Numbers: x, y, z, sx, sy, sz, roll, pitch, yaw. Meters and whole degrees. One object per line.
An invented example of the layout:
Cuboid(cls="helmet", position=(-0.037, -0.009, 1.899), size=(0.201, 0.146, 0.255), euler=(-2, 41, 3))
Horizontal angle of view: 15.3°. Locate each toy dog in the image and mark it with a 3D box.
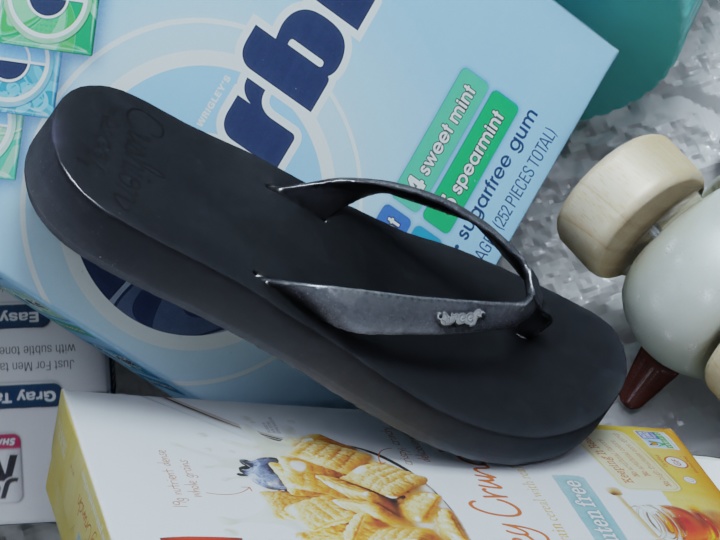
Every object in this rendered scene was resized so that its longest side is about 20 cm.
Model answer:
Cuboid(cls="toy dog", position=(0.154, -0.005, 0.914), size=(0.200, 0.096, 0.132), euler=(-7, 58, -23))

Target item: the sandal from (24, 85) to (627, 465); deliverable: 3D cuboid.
Cuboid(cls="sandal", position=(0.000, 0.000, 0.775), size=(0.200, 0.043, 0.076), euler=(23, 38, -26))

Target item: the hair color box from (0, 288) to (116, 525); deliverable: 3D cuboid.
Cuboid(cls="hair color box", position=(-0.130, -0.020, 0.853), size=(0.100, 0.061, 0.200), euler=(-2, 95, -4))

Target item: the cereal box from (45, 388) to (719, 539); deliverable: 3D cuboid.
Cuboid(cls="cereal box", position=(0.019, 0.085, 0.761), size=(0.200, 0.040, 0.144), euler=(5, 23, -19))

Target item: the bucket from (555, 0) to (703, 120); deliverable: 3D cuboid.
Cuboid(cls="bucket", position=(0.042, -0.153, 0.915), size=(0.207, 0.207, 0.135), euler=(18, 62, 6))

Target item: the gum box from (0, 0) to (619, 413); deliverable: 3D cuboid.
Cuboid(cls="gum box", position=(-0.041, -0.052, 0.820), size=(0.200, 0.045, 0.170), euler=(35, 80, -24))

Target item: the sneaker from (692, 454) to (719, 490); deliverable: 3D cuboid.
Cuboid(cls="sneaker", position=(0.171, 0.113, 0.824), size=(0.200, 0.073, 0.085), euler=(3, 64, 36))
